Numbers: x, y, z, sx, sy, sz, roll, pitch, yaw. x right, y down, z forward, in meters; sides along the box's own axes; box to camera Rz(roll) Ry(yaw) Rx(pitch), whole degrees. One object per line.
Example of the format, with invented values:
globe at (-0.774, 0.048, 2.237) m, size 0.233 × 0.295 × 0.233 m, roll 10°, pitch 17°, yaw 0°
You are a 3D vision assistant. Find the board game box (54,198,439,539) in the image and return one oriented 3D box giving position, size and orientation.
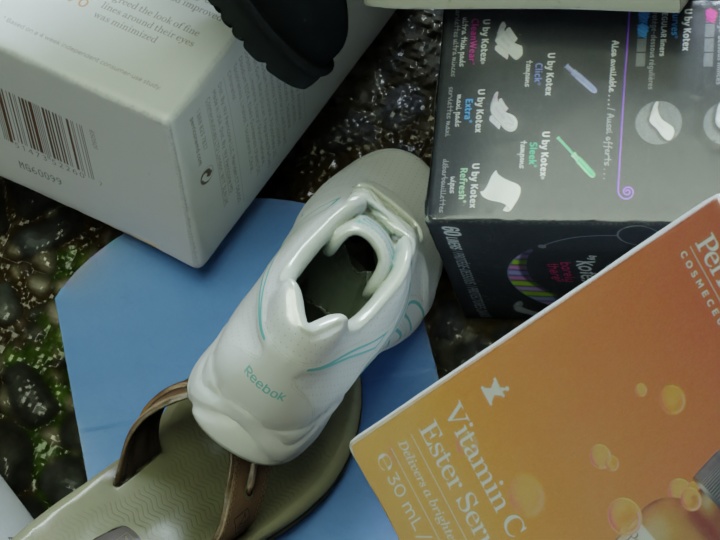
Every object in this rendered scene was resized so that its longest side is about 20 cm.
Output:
board game box at (-0.044, 0.063, 1.152) m, size 0.157 × 0.039 × 0.201 m, roll -10°, pitch 62°, yaw -8°

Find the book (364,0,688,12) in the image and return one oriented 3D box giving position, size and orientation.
book at (0.090, -0.155, 1.151) m, size 0.133 × 0.048 × 0.200 m, roll 2°, pitch 23°, yaw 16°

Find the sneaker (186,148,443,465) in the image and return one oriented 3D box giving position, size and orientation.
sneaker at (0.000, 0.000, 1.095) m, size 0.070 × 0.080 × 0.200 m, roll 34°, pitch 37°, yaw -1°

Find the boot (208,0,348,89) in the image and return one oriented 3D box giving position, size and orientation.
boot at (-0.011, -0.193, 1.027) m, size 0.168 × 0.076 × 0.201 m, roll -29°, pitch 94°, yaw 16°

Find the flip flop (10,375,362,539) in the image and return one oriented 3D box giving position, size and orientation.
flip flop at (-0.070, 0.081, 1.077) m, size 0.081 × 0.058 × 0.200 m, roll 39°, pitch 55°, yaw 20°

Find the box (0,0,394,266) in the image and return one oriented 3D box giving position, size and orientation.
box at (-0.086, -0.129, 1.178) m, size 0.152 × 0.107 × 0.200 m, roll 25°, pitch 60°, yaw 21°

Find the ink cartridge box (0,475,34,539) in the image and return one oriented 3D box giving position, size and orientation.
ink cartridge box at (-0.194, 0.133, 1.077) m, size 0.200 × 0.165 × 0.075 m, roll 48°, pitch 109°, yaw 24°

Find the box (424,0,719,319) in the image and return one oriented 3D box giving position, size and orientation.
box at (0.136, -0.044, 1.116) m, size 0.199 × 0.122 × 0.107 m, roll 1°, pitch 70°, yaw 13°

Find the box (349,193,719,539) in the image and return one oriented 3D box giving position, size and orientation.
box at (0.123, 0.078, 1.010) m, size 0.200 × 0.106 × 0.153 m, roll -37°, pitch 75°, yaw 33°
